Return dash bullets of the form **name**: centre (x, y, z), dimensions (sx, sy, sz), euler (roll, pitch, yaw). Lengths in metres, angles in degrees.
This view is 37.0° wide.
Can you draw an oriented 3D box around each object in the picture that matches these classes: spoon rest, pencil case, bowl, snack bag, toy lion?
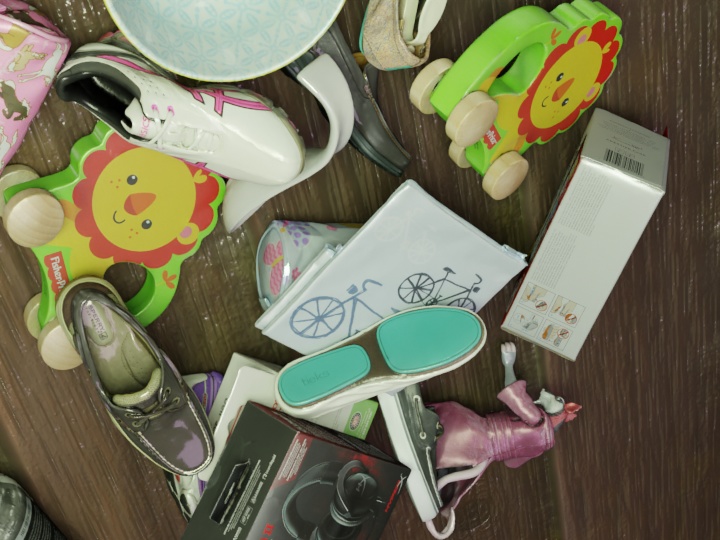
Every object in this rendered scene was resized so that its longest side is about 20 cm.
- **spoon rest**: centre (-0.060, -0.093, 0.903), dimensions (0.099, 0.061, 0.200), euler (-47, 178, -39)
- **pencil case**: centre (0.000, 0.000, 1.024), dimensions (0.198, 0.083, 0.091), euler (2, 105, -25)
- **bowl**: centre (-0.109, -0.254, 0.805), dimensions (0.199, 0.108, 0.201), euler (-11, 123, -18)
- **snack bag**: centre (0.032, 0.019, 0.983), dimensions (0.188, 0.021, 0.200), euler (29, 112, -39)
- **toy lion**: centre (0.155, -0.170, 0.967), dimensions (0.192, 0.069, 0.200), euler (-46, 153, 3)
- **toy lion**: centre (-0.206, -0.035, 0.928), dimensions (0.191, 0.069, 0.201), euler (-19, 126, -23)
- **pencil case**: centre (-0.300, -0.113, 0.818), dimensions (0.086, 0.083, 0.201), euler (28, 106, -18)

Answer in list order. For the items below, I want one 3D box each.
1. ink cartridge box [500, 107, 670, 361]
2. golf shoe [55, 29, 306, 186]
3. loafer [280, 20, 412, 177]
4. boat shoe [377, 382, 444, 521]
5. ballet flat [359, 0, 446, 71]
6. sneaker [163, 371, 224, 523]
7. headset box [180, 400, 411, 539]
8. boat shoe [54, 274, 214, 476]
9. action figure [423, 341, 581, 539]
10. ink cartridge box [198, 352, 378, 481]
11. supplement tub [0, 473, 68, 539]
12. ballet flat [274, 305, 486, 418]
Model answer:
- **ink cartridge box**: centre (0.224, -0.045, 1.064), dimensions (0.083, 0.176, 0.201), euler (24, 122, 5)
- **golf shoe**: centre (-0.139, -0.111, 0.829), dimensions (0.199, 0.092, 0.073), euler (26, 126, 7)
- **loafer**: centre (-0.007, -0.160, 0.934), dimensions (0.072, 0.073, 0.200), euler (-44, 128, 0)
- **boat shoe**: centre (0.053, 0.152, 1.095), dimensions (0.056, 0.069, 0.202), euler (-17, 86, -3)
- **ballet flat**: centre (0.050, -0.262, 0.877), dimensions (0.068, 0.067, 0.202), euler (-7, 111, -44)
- **sneaker**: centre (-0.150, 0.190, 1.077), dimensions (0.083, 0.081, 0.201), euler (-17, 125, -24)
- **headset box**: centre (-0.062, 0.215, 0.985), dimensions (0.200, 0.077, 0.150), euler (30, 85, -49)
- **boat shoe**: centre (-0.186, 0.097, 0.895), dimensions (0.073, 0.065, 0.201), euler (-36, 109, -7)
- **action figure**: centre (0.146, 0.178, 1.167), dimensions (0.198, 0.149, 0.135), euler (-15, 121, 2)
- **ink cartridge box**: centre (-0.084, 0.153, 1.043), dimensions (0.199, 0.067, 0.118), euler (25, 87, -48)
- **supplement tub**: centre (-0.340, 0.274, 1.008), dimensions (0.122, 0.123, 0.201), euler (-29, 127, -6)
- **ballet flat**: centre (0.018, 0.086, 0.984), dimensions (0.199, 0.070, 0.070), euler (-20, 126, -3)
